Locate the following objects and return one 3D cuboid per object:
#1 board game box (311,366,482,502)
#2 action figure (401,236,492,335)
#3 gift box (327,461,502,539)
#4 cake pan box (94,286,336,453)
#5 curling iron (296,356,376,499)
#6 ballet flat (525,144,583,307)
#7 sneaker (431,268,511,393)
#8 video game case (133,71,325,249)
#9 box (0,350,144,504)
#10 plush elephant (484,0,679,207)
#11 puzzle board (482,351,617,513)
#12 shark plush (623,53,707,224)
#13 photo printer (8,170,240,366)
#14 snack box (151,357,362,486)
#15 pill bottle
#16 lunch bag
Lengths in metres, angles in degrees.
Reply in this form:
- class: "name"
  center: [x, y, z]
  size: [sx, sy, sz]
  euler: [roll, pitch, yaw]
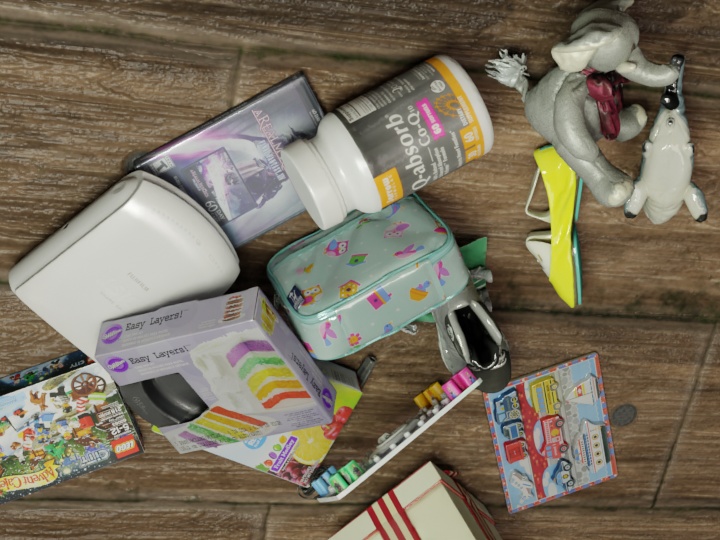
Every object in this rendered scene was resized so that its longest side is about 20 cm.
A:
- class: "board game box"
  center: [0.035, 0.185, 1.619]
  size: [0.200, 0.200, 0.026]
  euler: [-38, 87, -12]
- class: "action figure"
  center: [0.048, 0.030, 1.634]
  size: [0.199, 0.055, 0.118]
  euler: [-8, 123, -6]
- class: "gift box"
  center: [0.086, 0.363, 1.755]
  size: [0.184, 0.187, 0.200]
  euler: [-35, 141, 3]
- class: "cake pan box"
  center: [-0.152, 0.108, 1.508]
  size: [0.200, 0.052, 0.184]
  euler: [-12, 133, 21]
- class: "curling iron"
  center: [-0.025, 0.187, 1.710]
  size: [0.050, 0.026, 0.200]
  euler: [28, 108, 12]
- class: "ballet flat"
  center: [0.219, -0.052, 1.634]
  size: [0.067, 0.067, 0.200]
  euler: [1, 117, 8]
- class: "sneaker"
  center: [0.128, 0.090, 1.591]
  size: [0.075, 0.116, 0.200]
  euler: [-29, 127, 2]
- class: "video game case"
  center: [-0.118, -0.104, 1.531]
  size: [0.200, 0.019, 0.143]
  euler: [-28, 122, 2]
- class: "box"
  center: [-0.356, 0.176, 1.608]
  size: [0.200, 0.038, 0.137]
  euler: [-20, 122, -4]
- class: "plush elephant"
  center: [0.249, -0.201, 1.493]
  size: [0.200, 0.165, 0.155]
  euler: [38, 131, -6]
- class: "puzzle board"
  center: [0.239, 0.206, 1.803]
  size: [0.150, 0.017, 0.200]
  euler: [-18, 122, -5]
- class: "shark plush"
  center: [0.328, -0.139, 1.603]
  size: [0.091, 0.083, 0.200]
  euler: [-7, 116, 11]
- class: "photo printer"
  center: [-0.238, -0.001, 1.511]
  size: [0.200, 0.070, 0.166]
  euler: [-36, 122, 15]
- class: "snack box"
  center: [-0.118, 0.149, 1.644]
  size: [0.200, 0.053, 0.142]
  euler: [24, 109, -20]
- class: "pill bottle"
  center: [0.027, -0.129, 1.486]
  size: [0.200, 0.116, 0.117]
  euler: [-29, 122, -8]
- class: "lunch bag"
  center: [0.000, 0.000, 1.542]
  size: [0.200, 0.160, 0.077]
  euler: [-28, 127, -6]
